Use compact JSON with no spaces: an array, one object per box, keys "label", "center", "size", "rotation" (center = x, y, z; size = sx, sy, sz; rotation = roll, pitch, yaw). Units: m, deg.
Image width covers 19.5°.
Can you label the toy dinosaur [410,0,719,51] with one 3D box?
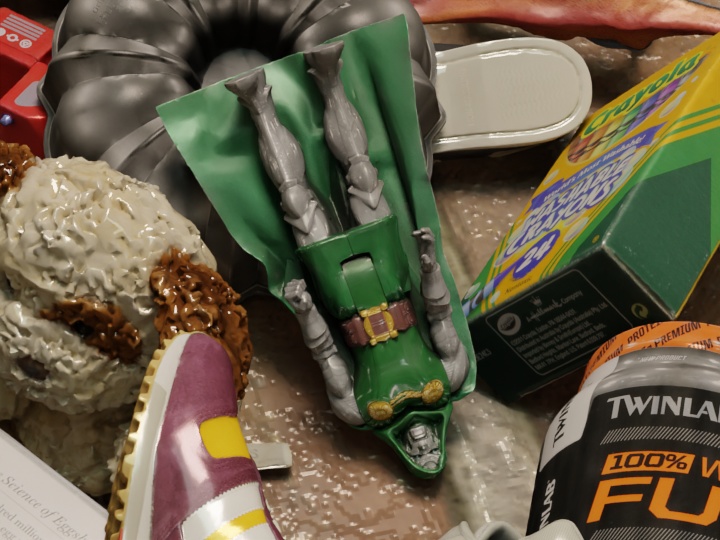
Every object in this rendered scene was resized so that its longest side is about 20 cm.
[{"label":"toy dinosaur","center":[0.124,-0.130,1.094],"size":[0.181,0.105,0.200],"rotation":[34,66,29]}]

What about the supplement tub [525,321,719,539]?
[{"label":"supplement tub","center":[0.125,0.125,0.851],"size":[0.122,0.123,0.200],"rotation":[10,49,4]}]

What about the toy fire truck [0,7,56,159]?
[{"label":"toy fire truck","center":[-0.235,-0.090,1.056],"size":[0.200,0.049,0.141],"rotation":[27,53,16]}]

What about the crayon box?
[{"label":"crayon box","center":[0.131,-0.038,0.989],"size":[0.052,0.126,0.200],"rotation":[45,52,-10]}]

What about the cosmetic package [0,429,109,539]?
[{"label":"cosmetic package","center":[-0.133,0.200,0.764],"size":[0.199,0.123,0.200],"rotation":[34,56,22]}]

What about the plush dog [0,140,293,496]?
[{"label":"plush dog","center":[-0.106,0.027,0.883],"size":[0.200,0.172,0.160],"rotation":[26,52,18]}]

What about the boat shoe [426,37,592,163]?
[{"label":"boat shoe","center":[0.016,-0.087,1.069],"size":[0.200,0.060,0.074],"rotation":[-6,85,-4]}]

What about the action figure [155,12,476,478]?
[{"label":"action figure","center":[0.000,0.000,0.931],"size":[0.118,0.200,0.055],"rotation":[-21,9,3]}]

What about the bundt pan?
[{"label":"bundt pan","center":[-0.055,-0.088,0.994],"size":[0.202,0.076,0.202],"rotation":[1,79,-4]}]

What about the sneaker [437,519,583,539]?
[{"label":"sneaker","center":[0.025,0.141,0.798],"size":[0.076,0.200,0.092],"rotation":[43,60,-21]}]

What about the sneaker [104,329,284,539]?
[{"label":"sneaker","center":[-0.045,0.113,0.728],"size":[0.090,0.075,0.200],"rotation":[10,55,-8]}]
